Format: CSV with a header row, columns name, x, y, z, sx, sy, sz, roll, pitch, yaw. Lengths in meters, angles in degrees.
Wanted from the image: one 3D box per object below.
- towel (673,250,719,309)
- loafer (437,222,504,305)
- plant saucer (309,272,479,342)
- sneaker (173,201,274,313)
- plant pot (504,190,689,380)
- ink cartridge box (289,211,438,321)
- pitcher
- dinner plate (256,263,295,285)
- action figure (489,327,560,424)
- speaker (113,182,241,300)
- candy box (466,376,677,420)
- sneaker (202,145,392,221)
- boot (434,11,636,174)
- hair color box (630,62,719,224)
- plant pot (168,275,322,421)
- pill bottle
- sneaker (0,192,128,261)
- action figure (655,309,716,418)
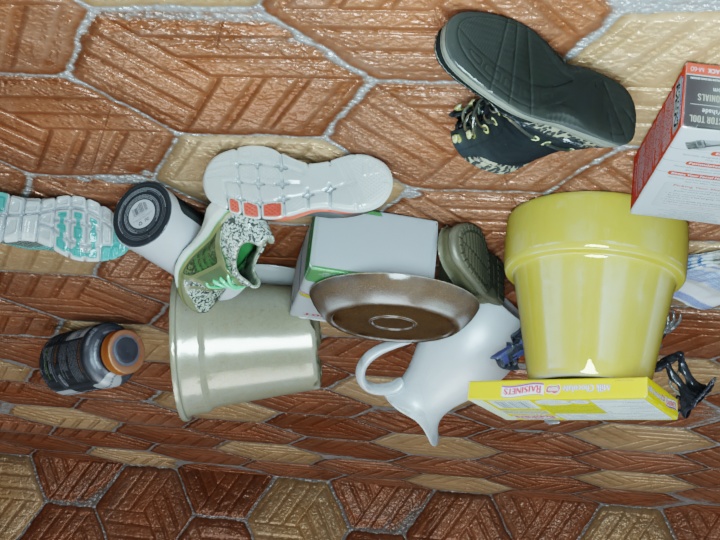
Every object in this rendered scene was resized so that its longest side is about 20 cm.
name,x,y,z,sx,sy,sz,roll,pitch,yaw
towel,0.438,0.008,1.479,0.146,0.024,0.199,18,158,-34
loafer,0.121,0.001,1.484,0.067,0.077,0.200,-7,159,18
plant saucer,0.038,0.048,1.459,0.198,0.032,0.200,3,161,1
sneaker,-0.150,-0.004,1.419,0.076,0.089,0.201,-12,147,-35
plant pot,0.252,0.037,1.366,0.199,0.191,0.201,5,163,2
ink cartridge box,0.000,0.000,1.508,0.143,0.085,0.200,9,161,-7
pitcher,0.104,0.104,1.603,0.171,0.200,0.121,34,-167,-35
dinner plate,-0.122,0.031,1.751,0.198,0.024,0.200,7,161,2
action figure,0.225,0.087,1.558,0.199,0.195,0.104,-21,-160,-26
speaker,-0.207,-0.030,1.497,0.081,0.082,0.200,-2,160,24
candy box,0.222,0.136,1.327,0.199,0.027,0.102,-4,162,31
sneaker,-0.064,-0.079,1.313,0.198,0.078,0.082,5,169,7
boot,0.113,-0.139,1.066,0.202,0.074,0.153,19,161,-30
hair color box,0.313,-0.106,1.110,0.110,0.065,0.200,7,163,1
plant pot,-0.144,0.091,1.647,0.182,0.202,0.201,-3,162,1
pill bottle,-0.436,0.144,2.071,0.106,0.107,0.199,21,157,-38
sneaker,-0.375,-0.055,1.525,0.198,0.078,0.091,12,177,-6
action figure,0.373,0.093,1.638,0.200,0.102,0.119,41,-156,17
